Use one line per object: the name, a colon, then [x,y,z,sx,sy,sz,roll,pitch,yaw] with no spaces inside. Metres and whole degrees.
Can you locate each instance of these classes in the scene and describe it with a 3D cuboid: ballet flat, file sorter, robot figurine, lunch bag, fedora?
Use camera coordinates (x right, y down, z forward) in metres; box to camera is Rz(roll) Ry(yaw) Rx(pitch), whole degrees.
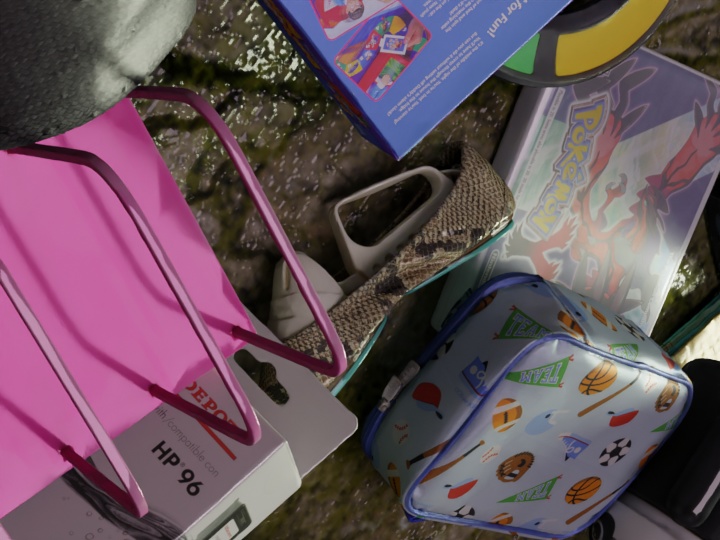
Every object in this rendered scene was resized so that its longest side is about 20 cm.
ballet flat: [0.000,0.000,0.727,0.200,0.068,0.075,-42,108,-21]
file sorter: [-0.126,0.033,0.508,0.200,0.125,0.139,-35,113,-21]
robot figurine: [0.236,0.138,0.896,0.150,0.125,0.200,39,83,-30]
lunch bag: [0.098,0.090,0.812,0.200,0.076,0.160,21,114,-44]
fedora: [-0.130,-0.105,0.493,0.200,0.201,0.092,-29,128,-24]

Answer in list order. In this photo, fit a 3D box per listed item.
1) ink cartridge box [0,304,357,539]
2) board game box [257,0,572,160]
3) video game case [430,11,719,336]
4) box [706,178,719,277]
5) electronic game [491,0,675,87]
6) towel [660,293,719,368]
ink cartridge box: [-0.110,0.090,0.630,0.200,0.116,0.068,-41,158,-15]
board game box: [0.046,-0.169,0.637,0.200,0.045,0.134,-42,123,-4]
video game case: [0.147,-0.040,0.839,0.182,0.023,0.200,13,102,-40]
box: [0.363,-0.048,0.906,0.200,0.164,0.086,-35,128,-19]
electronic game: [0.105,-0.196,0.708,0.200,0.042,0.200,-10,110,-29]
towel: [0.244,0.098,0.979,0.200,0.022,0.147,-39,129,-19]
